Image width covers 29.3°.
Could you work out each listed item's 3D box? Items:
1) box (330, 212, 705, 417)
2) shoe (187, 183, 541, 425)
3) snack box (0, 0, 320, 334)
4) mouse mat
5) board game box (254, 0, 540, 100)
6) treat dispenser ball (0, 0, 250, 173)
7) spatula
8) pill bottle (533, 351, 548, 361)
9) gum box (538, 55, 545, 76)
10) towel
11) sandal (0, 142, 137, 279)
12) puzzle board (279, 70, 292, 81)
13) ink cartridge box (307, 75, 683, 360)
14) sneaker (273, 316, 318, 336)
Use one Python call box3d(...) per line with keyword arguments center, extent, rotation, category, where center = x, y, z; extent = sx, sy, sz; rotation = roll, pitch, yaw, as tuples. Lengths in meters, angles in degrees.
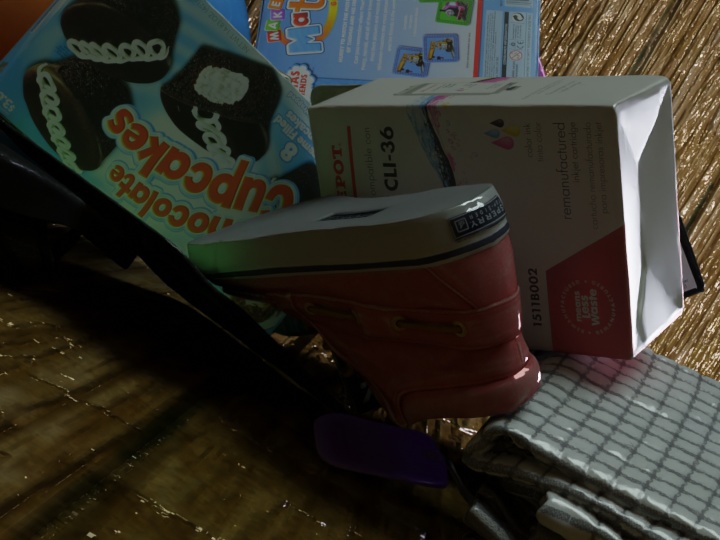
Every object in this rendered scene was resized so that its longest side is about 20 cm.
box3d(center=(0.087, 0.024, 0.812), extent=(0.200, 0.198, 0.050), rotation=(-1, 72, -86), category="box")
box3d(center=(-0.004, 0.017, 0.615), extent=(0.071, 0.091, 0.200), rotation=(-25, 14, -37), category="shoe")
box3d(center=(-0.090, -0.069, 0.733), extent=(0.200, 0.116, 0.037), rotation=(42, -9, -24), category="snack box")
box3d(center=(-0.089, 0.005, 0.696), extent=(0.161, 0.008, 0.200), rotation=(33, -10, 37), category="mouse mat")
box3d(center=(0.025, -0.147, 0.967), extent=(0.199, 0.152, 0.037), rotation=(4, -29, 4), category="board game box")
box3d(center=(-0.165, -0.134, 0.820), extent=(0.200, 0.201, 0.201), rotation=(29, 4, -2), category="treat dispenser ball")
box3d(center=(0.066, 0.116, 0.662), extent=(0.200, 0.021, 0.057), rotation=(30, 14, -18), category="spatula")
box3d(center=(0.133, 0.091, 0.795), extent=(0.111, 0.112, 0.200), rotation=(30, 5, 5), category="pill bottle")
box3d(center=(0.044, -0.086, 0.998), extent=(0.066, 0.199, 0.114), rotation=(90, -14, -67), category="gum box")
box3d(center=(0.145, 0.117, 0.596), extent=(0.199, 0.086, 0.166), rotation=(26, 23, 14), category="towel")
box3d(center=(-0.166, -0.032, 0.603), extent=(0.075, 0.048, 0.200), rotation=(34, -2, 24), category="sandal")
box3d(center=(-0.162, -0.111, 0.939), extent=(0.199, 0.151, 0.017), rotation=(30, 20, 9), category="puzzle board")
box3d(center=(0.047, -0.030, 0.662), extent=(0.199, 0.117, 0.067), rotation=(4, 21, 35), category="ink cartridge box")
box3d(center=(0.000, 0.000, 0.852), extent=(0.087, 0.075, 0.200), rotation=(-9, 5, -33), category="sneaker")
